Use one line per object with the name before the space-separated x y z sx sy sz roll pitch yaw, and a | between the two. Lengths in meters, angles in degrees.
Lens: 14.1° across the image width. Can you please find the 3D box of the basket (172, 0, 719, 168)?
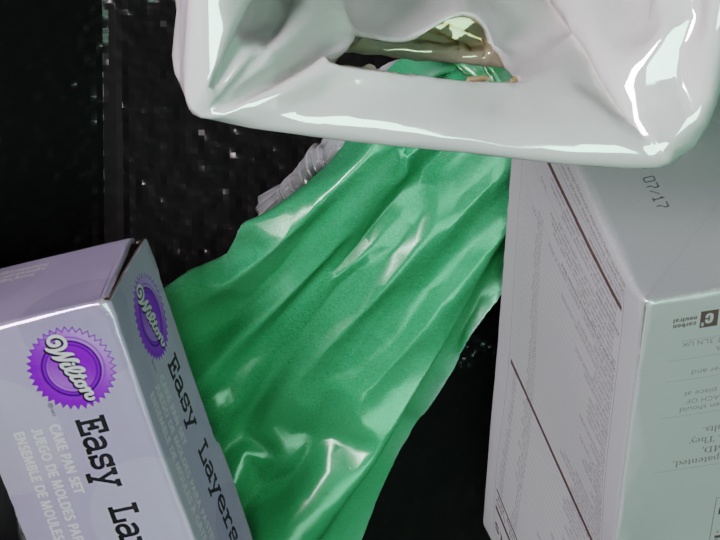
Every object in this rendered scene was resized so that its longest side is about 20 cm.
basket | 0.026 -0.141 0.710 0.135 0.123 0.200 5 110 -12

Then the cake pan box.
cake pan box | -0.126 0.096 0.887 0.184 0.052 0.200 -12 112 11

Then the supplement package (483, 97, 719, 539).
supplement package | 0.107 0.037 0.857 0.109 0.114 0.200 -9 134 -12

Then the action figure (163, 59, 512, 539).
action figure | 0.000 0.000 0.892 0.118 0.055 0.200 33 107 -17
